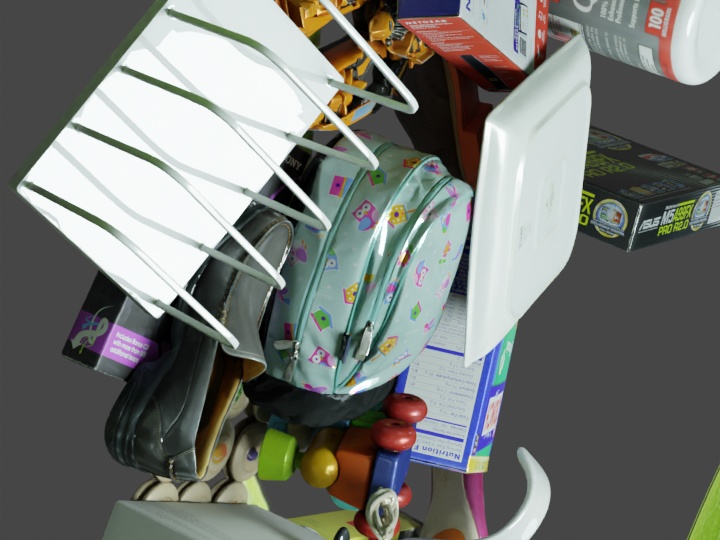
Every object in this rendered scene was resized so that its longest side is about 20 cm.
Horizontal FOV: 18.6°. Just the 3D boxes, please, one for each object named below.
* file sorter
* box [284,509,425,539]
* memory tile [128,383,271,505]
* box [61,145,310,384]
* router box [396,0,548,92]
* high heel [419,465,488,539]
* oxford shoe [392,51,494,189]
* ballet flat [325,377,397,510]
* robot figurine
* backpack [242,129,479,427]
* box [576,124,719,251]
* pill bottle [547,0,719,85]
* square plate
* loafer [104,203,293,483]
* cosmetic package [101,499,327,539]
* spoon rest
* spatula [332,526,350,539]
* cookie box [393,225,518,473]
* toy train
[{"bbox_3d":[-0.081,-0.075,1.341,0.200,0.124,0.139,-53,127,-11],"label":"file sorter"},{"bbox_3d":[-0.018,0.241,1.824,0.200,0.050,0.075,5,106,-61],"label":"box"},{"bbox_3d":[-0.118,0.155,1.626,0.153,0.017,0.201,12,99,-62],"label":"memory tile"},{"bbox_3d":[-0.114,-0.014,1.492,0.143,0.036,0.201,30,82,-62],"label":"box"},{"bbox_3d":[0.087,-0.248,1.584,0.179,0.049,0.201,26,66,-64],"label":"router box"},{"bbox_3d":[0.091,0.199,1.894,0.096,0.067,0.201,3,65,-52],"label":"high heel"},{"bbox_3d":[0.052,-0.147,1.652,0.071,0.072,0.201,-49,131,-59],"label":"oxford shoe"},{"bbox_3d":[0.000,0.099,1.756,0.067,0.068,0.200,-63,164,-53],"label":"ballet flat"},{"bbox_3d":[-0.008,-0.165,1.525,0.200,0.058,0.145,-33,125,-52],"label":"robot figurine"},{"bbox_3d":[0.000,0.000,1.573,0.167,0.126,0.201,-47,157,-64],"label":"backpack"},{"bbox_3d":[0.209,-0.074,1.879,0.200,0.160,0.044,-13,122,-56],"label":"box"},{"bbox_3d":[0.191,-0.225,1.696,0.116,0.200,0.116,-40,142,-41],"label":"pill bottle"},{"bbox_3d":[0.129,-0.052,1.630,0.198,0.028,0.201,-44,143,-56],"label":"square plate"},{"bbox_3d":[-0.090,0.051,1.467,0.200,0.072,0.073,-63,151,-10],"label":"loafer"},{"bbox_3d":[-0.096,0.222,1.583,0.200,0.107,0.085,16,95,-61],"label":"cosmetic package"},{"bbox_3d":[0.074,0.230,1.795,0.200,0.061,0.099,-40,131,4],"label":"spoon rest"},{"bbox_3d":[-0.020,0.273,1.614,0.057,0.020,0.201,-49,146,-57],"label":"spatula"},{"bbox_3d":[0.081,0.058,1.758,0.171,0.075,0.201,29,74,-81],"label":"cookie box"},{"bbox_3d":[-0.023,0.142,1.577,0.200,0.115,0.085,-56,156,-75],"label":"toy train"}]
